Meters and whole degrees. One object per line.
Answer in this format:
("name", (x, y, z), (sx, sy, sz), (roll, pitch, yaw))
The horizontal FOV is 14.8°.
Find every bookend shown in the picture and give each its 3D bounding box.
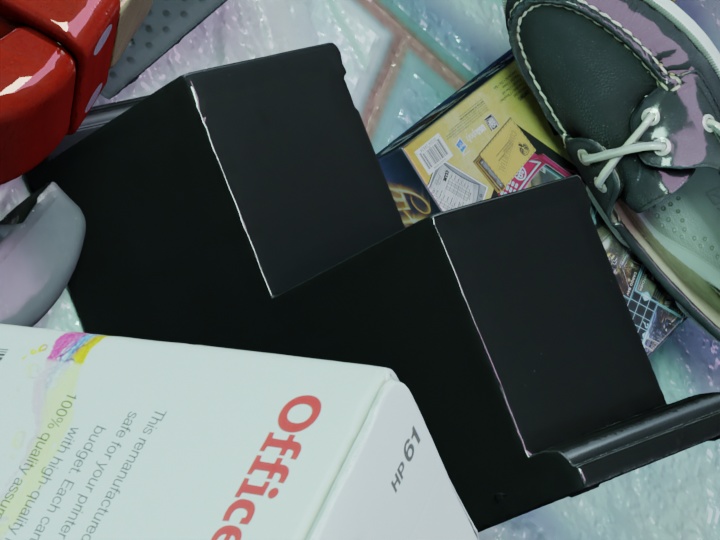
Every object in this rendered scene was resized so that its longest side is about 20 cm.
("bookend", (0.000, 0.000, 0.953), (0.092, 0.199, 0.200), (-16, 81, -45))

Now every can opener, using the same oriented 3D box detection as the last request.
("can opener", (-0.148, 0.028, 0.904), (0.067, 0.053, 0.200), (46, 47, -16))

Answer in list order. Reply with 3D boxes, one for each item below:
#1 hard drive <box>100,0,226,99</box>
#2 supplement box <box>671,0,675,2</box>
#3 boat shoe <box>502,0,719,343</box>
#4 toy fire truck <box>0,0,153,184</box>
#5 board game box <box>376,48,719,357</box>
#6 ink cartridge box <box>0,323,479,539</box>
("hard drive", (-0.115, -0.170, 0.981), (0.200, 0.135, 0.042), (44, 24, -18))
("supplement box", (0.167, -0.195, 1.244), (0.086, 0.110, 0.200), (58, 29, -8))
("boat shoe", (0.126, -0.044, 1.137), (0.200, 0.076, 0.060), (43, 40, -19))
("toy fire truck", (-0.178, -0.080, 0.872), (0.176, 0.129, 0.200), (29, 68, 1))
("board game box", (0.093, -0.030, 1.178), (0.136, 0.035, 0.200), (57, 43, -6))
("ink cartridge box", (-0.087, 0.095, 0.779), (0.145, 0.200, 0.085), (-62, 141, -33))
